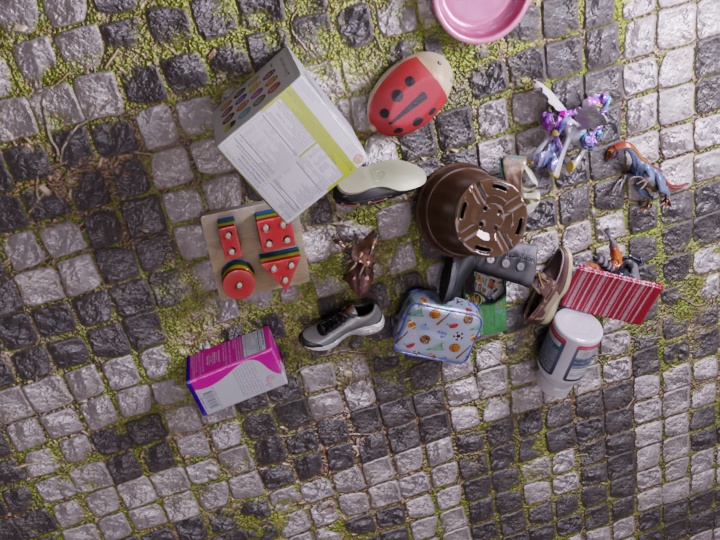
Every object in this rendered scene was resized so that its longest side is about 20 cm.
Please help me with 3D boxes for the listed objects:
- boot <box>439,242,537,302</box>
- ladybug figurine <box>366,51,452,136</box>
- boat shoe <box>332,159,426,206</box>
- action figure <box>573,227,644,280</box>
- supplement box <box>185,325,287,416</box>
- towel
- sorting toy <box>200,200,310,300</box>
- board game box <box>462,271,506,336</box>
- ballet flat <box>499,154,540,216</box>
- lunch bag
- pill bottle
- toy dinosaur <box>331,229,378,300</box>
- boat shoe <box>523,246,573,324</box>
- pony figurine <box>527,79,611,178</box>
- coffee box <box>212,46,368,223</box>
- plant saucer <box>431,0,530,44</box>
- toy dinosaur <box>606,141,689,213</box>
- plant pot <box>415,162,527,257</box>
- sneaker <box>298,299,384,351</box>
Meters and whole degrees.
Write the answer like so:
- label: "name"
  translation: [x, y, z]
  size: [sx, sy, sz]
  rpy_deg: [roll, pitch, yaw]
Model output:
- label: "boot"
  translation: [0.285, 0.007, 1.745]
  size: [0.197, 0.066, 0.167]
  rpy_deg: [11, 98, -14]
- label: "ladybug figurine"
  translation: [0.099, -0.337, 1.541]
  size: [0.200, 0.072, 0.136]
  rpy_deg: [-42, 119, 10]
- label: "boat shoe"
  translation: [0.038, -0.178, 1.620]
  size: [0.199, 0.074, 0.063]
  rpy_deg: [-11, 156, -19]
- label: "action figure"
  translation: [0.566, 0.025, 1.828]
  size: [0.193, 0.105, 0.200]
  rpy_deg: [42, 101, -19]
- label: "supplement box"
  translation: [-0.272, 0.219, 1.731]
  size: [0.198, 0.104, 0.102]
  rpy_deg: [-20, 119, -1]
- label: "towel"
  translation: [0.571, 0.056, 1.802]
  size: [0.197, 0.023, 0.146]
  rpy_deg: [14, 139, 4]
- label: "sorting toy"
  translation: [-0.212, -0.034, 1.630]
  size: [0.197, 0.070, 0.201]
  rpy_deg: [-12, 119, -7]
- label: "board game box"
  translation: [0.286, 0.060, 1.824]
  size: [0.103, 0.024, 0.202]
  rpy_deg: [-11, 119, -10]
- label: "ballet flat"
  translation: [0.343, -0.164, 1.666]
  size: [0.066, 0.069, 0.201]
  rpy_deg: [-6, 142, 19]
- label: "lunch bag"
  translation: [0.168, 0.132, 1.796]
  size: [0.197, 0.076, 0.162]
  rpy_deg: [14, 120, -11]
- label: "pill bottle"
  translation: [0.489, 0.200, 1.883]
  size: [0.118, 0.120, 0.202]
  rpy_deg: [2, 129, -14]
- label: "toy dinosaur"
  translation: [0.000, 0.000, 1.659]
  size: [0.085, 0.136, 0.202]
  rpy_deg: [-12, 120, -6]
- label: "boat shoe"
  translation: [0.427, 0.035, 1.818]
  size: [0.071, 0.072, 0.202]
  rpy_deg: [6, 122, -17]
- label: "pony figurine"
  translation: [0.425, -0.294, 1.613]
  size: [0.192, 0.166, 0.201]
  rpy_deg: [8, 117, -53]
- label: "coffee box"
  translation: [-0.136, -0.251, 1.458]
  size: [0.197, 0.200, 0.200]
  rpy_deg: [-38, 120, 9]
- label: "plant saucer"
  translation: [0.224, -0.531, 1.481]
  size: [0.198, 0.051, 0.203]
  rpy_deg: [-5, 118, -10]
- label: "toy dinosaur"
  translation: [0.618, -0.217, 1.747]
  size: [0.200, 0.104, 0.183]
  rpy_deg: [-39, 112, -34]
- label: "plant pot"
  translation: [0.231, -0.114, 1.587]
  size: [0.197, 0.198, 0.203]
  rpy_deg: [-2, 98, -11]
- label: "sneaker"
  translation: [-0.045, 0.115, 1.741]
  size: [0.198, 0.074, 0.080]
  rpy_deg: [-19, 134, -10]
